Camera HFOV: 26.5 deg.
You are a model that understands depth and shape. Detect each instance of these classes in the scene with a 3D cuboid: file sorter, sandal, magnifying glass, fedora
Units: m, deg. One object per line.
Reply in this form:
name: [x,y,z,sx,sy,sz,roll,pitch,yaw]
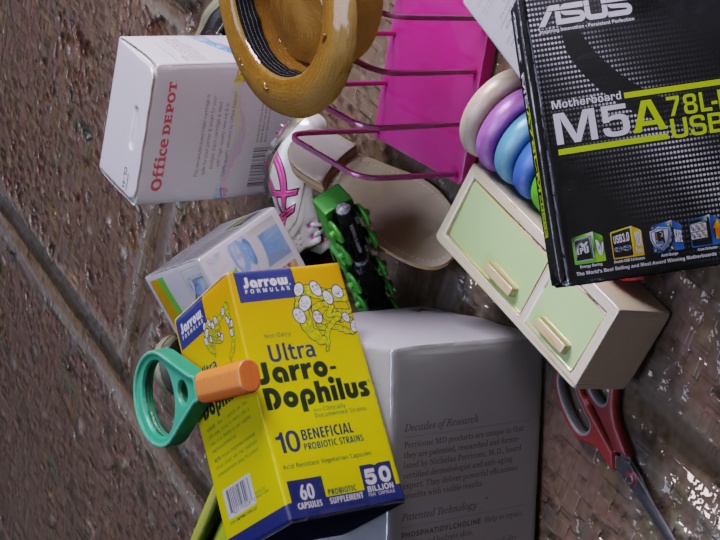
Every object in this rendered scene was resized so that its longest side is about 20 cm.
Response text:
file sorter: [0.026,-0.190,1.324,0.139,0.124,0.202,34,121,48]
sandal: [-0.168,0.098,1.572,0.057,0.201,0.081,-15,77,22]
sandal: [0.019,-0.054,1.416,0.211,0.078,0.070,37,161,30]
magnifying glass: [-0.133,0.095,1.206,0.199,0.022,0.081,-18,79,55]
fedora: [-0.040,-0.227,1.236,0.200,0.081,0.203,17,112,48]

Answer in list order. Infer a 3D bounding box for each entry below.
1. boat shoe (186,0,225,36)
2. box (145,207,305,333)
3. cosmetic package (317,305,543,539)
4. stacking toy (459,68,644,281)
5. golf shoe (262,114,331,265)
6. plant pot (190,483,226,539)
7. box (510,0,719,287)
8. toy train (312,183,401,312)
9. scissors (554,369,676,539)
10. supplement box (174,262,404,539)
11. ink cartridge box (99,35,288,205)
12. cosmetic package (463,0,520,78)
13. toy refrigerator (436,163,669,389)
boat shoe: [-0.139,-0.242,1.615,0.200,0.073,0.065,-40,73,54]
box: [-0.101,0.059,1.490,0.101,0.112,0.201,-16,107,50]
cosmetic package: [0.042,0.146,1.311,0.167,0.165,0.203,12,103,54]
stacking toy: [0.166,-0.068,1.191,0.200,0.085,0.086,50,133,30]
golf shoe: [-0.052,-0.063,1.514,0.092,0.072,0.202,31,127,28]
plant pot: [-0.062,0.294,1.464,0.182,0.198,0.200,61,140,39]
box: [0.211,-0.098,1.015,0.048,0.197,0.196,126,136,-88]
toy train: [0.000,0.000,1.381,0.056,0.042,0.201,48,166,39]
scissors: [0.207,0.157,1.208,0.073,0.014,0.202,-41,62,47]
supplement box: [-0.059,0.109,1.212,0.109,0.108,0.202,-38,63,51]
ink cartridge box: [-0.146,-0.153,1.513,0.086,0.198,0.149,40,125,45]
cosmetic package: [0.171,-0.166,1.138,0.201,0.101,0.074,56,138,33]
toy refrigerator: [0.147,0.002,1.214,0.200,0.069,0.076,50,123,39]
